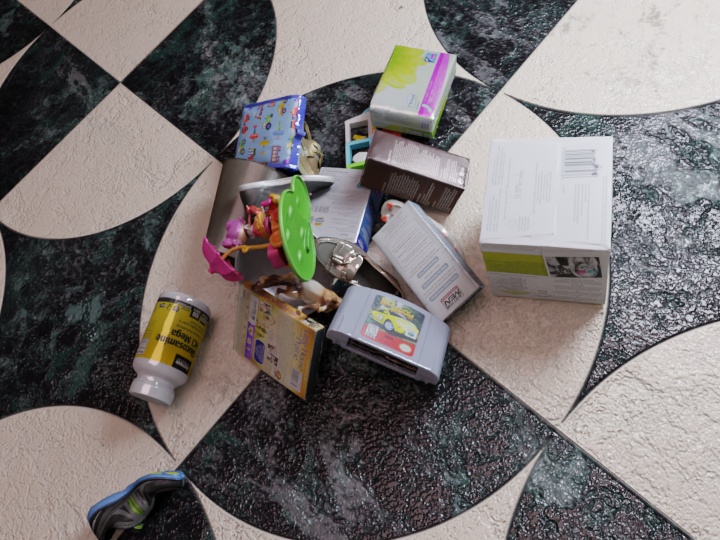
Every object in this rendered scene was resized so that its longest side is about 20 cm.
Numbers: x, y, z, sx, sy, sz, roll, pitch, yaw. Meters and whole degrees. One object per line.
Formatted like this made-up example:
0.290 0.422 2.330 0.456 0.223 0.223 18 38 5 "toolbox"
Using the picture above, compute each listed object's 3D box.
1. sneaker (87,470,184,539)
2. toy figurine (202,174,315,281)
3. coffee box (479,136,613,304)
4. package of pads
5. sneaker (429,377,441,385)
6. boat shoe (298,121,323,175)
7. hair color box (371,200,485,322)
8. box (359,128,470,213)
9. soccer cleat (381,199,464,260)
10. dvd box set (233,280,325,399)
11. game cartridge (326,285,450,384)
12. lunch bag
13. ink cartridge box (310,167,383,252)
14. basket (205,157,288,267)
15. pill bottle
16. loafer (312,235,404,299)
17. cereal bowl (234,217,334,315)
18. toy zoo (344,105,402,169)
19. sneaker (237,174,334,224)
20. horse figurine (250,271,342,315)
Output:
-0.396 0.423 1.089 0.196 0.071 0.084 -31 71 3 "sneaker"
-0.183 -0.060 1.034 0.178 0.152 0.205 -11 50 14 "toy figurine"
0.318 -0.081 1.021 0.194 0.199 0.205 3 65 22 "coffee box"
0.113 -0.394 1.318 0.150 0.069 0.204 14 64 14 "package of pads"
0.061 0.138 1.081 0.102 0.060 0.203 -29 54 3 "sneaker"
-0.118 -0.261 1.342 0.065 0.074 0.203 -30 58 7 "boat shoe"
0.121 -0.015 1.089 0.099 0.060 0.202 -43 73 16 "hair color box"
0.103 -0.189 1.168 0.194 0.101 0.077 15 66 -5 "box"
0.126 -0.075 1.167 0.198 0.077 0.070 38 115 17 "soccer cleat"
-0.156 0.127 1.123 0.197 0.150 0.029 27 29 30 "dvd box set"
0.052 0.100 1.014 0.195 0.042 0.134 22 37 3 "game cartridge"
-0.181 -0.284 1.293 0.197 0.092 0.156 1 80 52 "lunch bag"
-0.042 -0.103 1.230 0.132 0.077 0.205 7 64 23 "ink cartridge box"
-0.244 -0.109 1.274 0.175 0.137 0.206 14 72 11 "basket"
-0.377 0.155 1.190 0.109 0.113 0.205 6 66 21 "pill bottle"
0.000 0.000 1.097 0.073 0.197 0.063 -60 20 -1 "loafer"
-0.139 -0.015 1.170 0.194 0.205 0.084 -10 24 13 "cereal bowl"
0.029 -0.284 1.333 0.127 0.021 0.206 -10 61 14 "toy zoo"
-0.141 -0.134 1.208 0.194 0.071 0.103 -11 94 -10 "sneaker"
-0.100 0.044 1.086 0.196 0.132 0.051 22 106 25 "horse figurine"
